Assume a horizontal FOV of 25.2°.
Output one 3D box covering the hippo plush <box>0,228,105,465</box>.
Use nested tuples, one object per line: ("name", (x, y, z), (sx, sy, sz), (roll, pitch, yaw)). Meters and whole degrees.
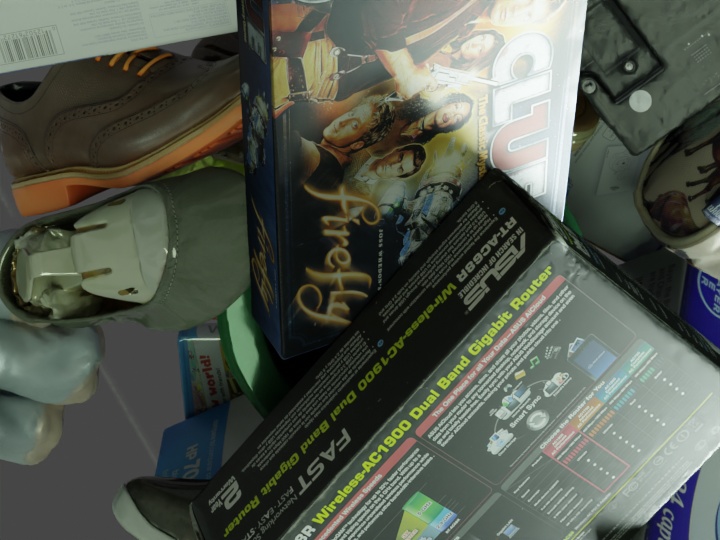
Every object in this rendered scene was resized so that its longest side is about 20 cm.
("hippo plush", (-0.222, 0.055, 0.810), (0.159, 0.161, 0.201), (-20, 118, 12))

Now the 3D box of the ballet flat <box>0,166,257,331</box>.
("ballet flat", (-0.112, -0.003, 0.730), (0.063, 0.200, 0.068), (-2, 83, -34))

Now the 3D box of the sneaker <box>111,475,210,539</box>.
("sneaker", (-0.020, 0.115, 0.794), (0.199, 0.077, 0.082), (12, 90, -5))

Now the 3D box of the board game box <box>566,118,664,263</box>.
("board game box", (0.203, -0.053, 0.816), (0.199, 0.040, 0.153), (28, 116, -15))

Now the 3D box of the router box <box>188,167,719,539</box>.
("router box", (0.048, 0.077, 0.679), (0.150, 0.062, 0.200), (35, 102, -36))

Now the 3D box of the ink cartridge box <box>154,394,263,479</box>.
("ink cartridge box", (0.009, 0.124, 0.873), (0.199, 0.086, 0.147), (-24, 116, 15))

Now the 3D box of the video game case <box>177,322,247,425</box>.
("video game case", (0.002, 0.092, 0.913), (0.199, 0.018, 0.144), (-1, 120, 1))

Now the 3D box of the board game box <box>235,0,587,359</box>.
("board game box", (0.021, -0.068, 0.626), (0.135, 0.035, 0.201), (-18, 133, -20))

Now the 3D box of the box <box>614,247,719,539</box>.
("box", (0.185, 0.119, 0.807), (0.200, 0.185, 0.105), (33, 144, -25))

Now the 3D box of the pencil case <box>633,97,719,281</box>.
("pencil case", (0.230, -0.007, 0.762), (0.199, 0.078, 0.089), (29, 148, -22))

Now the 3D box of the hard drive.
("hard drive", (0.119, -0.171, 0.721), (0.140, 0.038, 0.200), (-37, 97, 19))

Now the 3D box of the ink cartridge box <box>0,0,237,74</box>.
("ink cartridge box", (-0.105, -0.136, 0.739), (0.199, 0.094, 0.044), (-9, 120, 6))

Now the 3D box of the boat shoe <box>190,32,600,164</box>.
("boat shoe", (0.017, -0.078, 0.790), (0.199, 0.073, 0.063), (9, 131, 10))

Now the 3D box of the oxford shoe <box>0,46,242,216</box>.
("oxford shoe", (-0.107, -0.079, 0.751), (0.199, 0.071, 0.073), (-14, 101, 40))

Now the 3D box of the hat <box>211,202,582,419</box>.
("hat", (0.000, 0.000, 0.807), (0.199, 0.176, 0.166), (25, 93, -9))
